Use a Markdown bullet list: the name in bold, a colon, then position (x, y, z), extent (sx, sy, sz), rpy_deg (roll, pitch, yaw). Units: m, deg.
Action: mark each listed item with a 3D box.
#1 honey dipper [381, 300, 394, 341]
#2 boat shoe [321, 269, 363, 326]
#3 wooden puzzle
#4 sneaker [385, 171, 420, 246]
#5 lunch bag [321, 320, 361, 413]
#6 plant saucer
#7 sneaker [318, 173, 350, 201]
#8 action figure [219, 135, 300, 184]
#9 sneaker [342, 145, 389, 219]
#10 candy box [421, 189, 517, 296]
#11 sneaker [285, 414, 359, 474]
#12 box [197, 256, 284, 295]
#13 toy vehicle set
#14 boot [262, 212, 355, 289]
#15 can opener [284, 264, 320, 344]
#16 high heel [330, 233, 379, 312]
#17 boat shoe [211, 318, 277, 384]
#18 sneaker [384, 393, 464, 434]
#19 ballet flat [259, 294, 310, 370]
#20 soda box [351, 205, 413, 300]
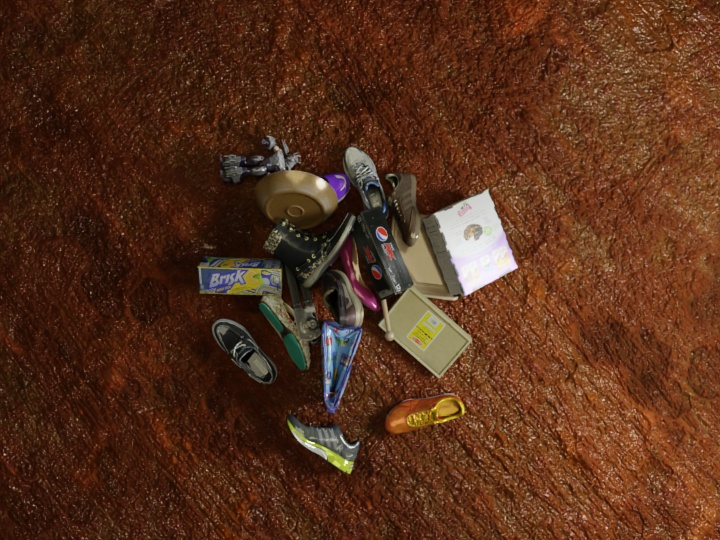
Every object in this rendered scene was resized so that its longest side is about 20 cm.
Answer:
- **honey dipper**: position (0.056, 0.067, 1.283), extent (0.037, 0.038, 0.205), rpy_deg (-9, 67, -3)
- **boat shoe**: position (-0.055, 0.058, 1.219), extent (0.063, 0.201, 0.074), rpy_deg (2, 120, -27)
- **wooden puzzle**: position (0.159, -0.036, 1.331), extent (0.179, 0.037, 0.206), rpy_deg (7, 81, -2)
- **sneaker**: position (0.095, -0.147, 1.291), extent (0.073, 0.071, 0.205), rpy_deg (9, 56, -15)
- **lunch bag**: position (-0.058, 0.223, 1.243), extent (0.091, 0.151, 0.206), rpy_deg (9, 86, -2)
- **plant saucer**: position (-0.149, -0.149, 1.243), extent (0.194, 0.202, 0.036), rpy_deg (3, 59, -2)
- **sneaker**: position (-0.118, -0.188, 1.292), extent (0.195, 0.100, 0.071), rpy_deg (-18, 83, -1)
- **action figure**: position (-0.238, -0.255, 1.305), extent (0.194, 0.070, 0.133), rpy_deg (-11, 63, -7)
- **sneaker**: position (0.019, -0.216, 1.310), extent (0.076, 0.085, 0.204), rpy_deg (-27, 87, -4)
- **candy box**: position (0.260, -0.065, 1.288), extent (0.165, 0.071, 0.205), rpy_deg (-23, 93, -19)
- **sneaker**: position (-0.089, 0.393, 1.278), extent (0.198, 0.074, 0.082), rpy_deg (34, 76, -6)
- **box**: position (-0.281, 0.013, 1.281), extent (0.194, 0.065, 0.072), rpy_deg (2, 114, -2)
- **toy vehicle set**: position (0.154, 0.146, 1.295), extent (0.199, 0.027, 0.125), rpy_deg (41, 104, -2)
- **boot**: position (-0.118, -0.078, 1.233), extent (0.153, 0.074, 0.205), rpy_deg (37, 106, -1)
- **can opener**: position (-0.139, 0.077, 1.293), extent (0.052, 0.067, 0.205), rpy_deg (-13, 67, -7)
- **high heel**: position (0.000, 0.000, 1.300), extent (0.096, 0.067, 0.201), rpy_deg (-42, 85, 6)
- **boat shoe**: position (-0.277, 0.192, 1.277), extent (0.072, 0.068, 0.200), rpy_deg (-43, 89, -5)
- **sneaker**: position (0.150, 0.337, 1.282), extent (0.195, 0.077, 0.075), rpy_deg (-19, 89, -2)
- **ballet flat**: position (-0.165, 0.138, 1.290), extent (0.063, 0.075, 0.203), rpy_deg (-34, 94, -38)
- **soda box**: position (0.046, -0.040, 1.256), extent (0.070, 0.063, 0.204), rpy_deg (-22, 88, -39)
